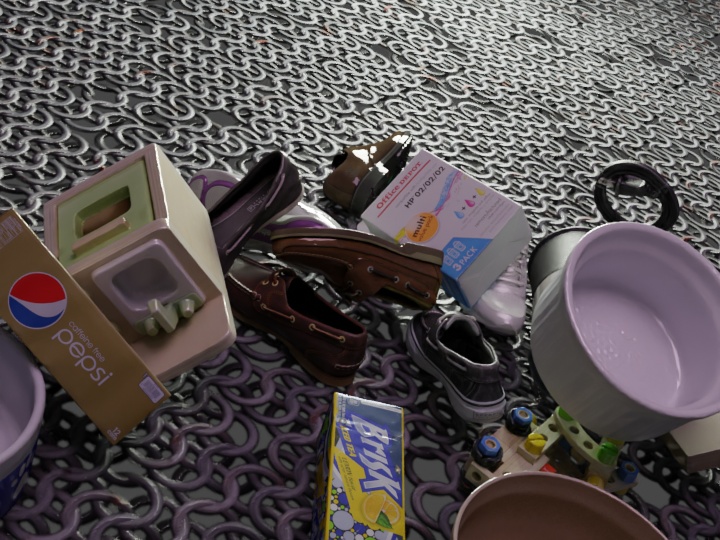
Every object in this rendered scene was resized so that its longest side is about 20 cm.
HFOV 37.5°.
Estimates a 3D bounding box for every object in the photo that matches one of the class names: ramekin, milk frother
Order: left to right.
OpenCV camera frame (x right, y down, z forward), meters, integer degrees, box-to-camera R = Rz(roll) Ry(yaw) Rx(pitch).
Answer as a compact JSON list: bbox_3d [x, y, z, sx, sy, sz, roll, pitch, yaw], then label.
[{"bbox_3d":[0.268,0.009,1.164,0.179,0.201,0.189,-7,32,12],"label":"milk frother"},{"bbox_3d":[0.259,0.064,1.009,0.199,0.098,0.202,11,57,-17],"label":"ramekin"}]

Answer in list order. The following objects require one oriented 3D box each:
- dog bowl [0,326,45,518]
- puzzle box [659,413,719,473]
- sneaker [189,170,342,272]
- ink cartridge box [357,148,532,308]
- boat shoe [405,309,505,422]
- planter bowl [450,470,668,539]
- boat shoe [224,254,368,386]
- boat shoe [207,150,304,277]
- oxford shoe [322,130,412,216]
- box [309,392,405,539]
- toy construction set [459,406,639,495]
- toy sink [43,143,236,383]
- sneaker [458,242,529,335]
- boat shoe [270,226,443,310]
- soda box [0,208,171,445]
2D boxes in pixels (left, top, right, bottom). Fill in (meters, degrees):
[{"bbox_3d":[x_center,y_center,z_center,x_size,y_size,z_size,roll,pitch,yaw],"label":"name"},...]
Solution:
[{"bbox_3d":[-0.349,0.116,0.814,0.199,0.079,0.201,14,34,-10],"label":"dog bowl"},{"bbox_3d":[0.368,0.134,1.145,0.132,0.026,0.200,-12,30,-6],"label":"puzzle box"},{"bbox_3d":[-0.102,-0.053,1.194,0.199,0.075,0.100,27,12,12],"label":"sneaker"},{"bbox_3d":[0.084,-0.060,1.228,0.115,0.068,0.200,-47,53,-10],"label":"ink cartridge box"},{"bbox_3d":[0.102,0.077,1.083,0.072,0.071,0.200,-3,23,-19],"label":"boat shoe"},{"bbox_3d":[0.142,0.274,0.805,0.199,0.135,0.201,14,34,-10],"label":"planter bowl"},{"bbox_3d":[-0.072,0.034,1.086,0.200,0.071,0.070,34,39,21],"label":"boat shoe"},{"bbox_3d":[-0.140,-0.047,1.090,0.067,0.057,0.200,33,69,32],"label":"boat shoe"},{"bbox_3d":[0.011,-0.142,1.374,0.084,0.073,0.200,24,33,13],"label":"oxford shoe"},{"bbox_3d":[-0.003,0.198,0.898,0.070,0.065,0.200,14,35,-8],"label":"box"},{"bbox_3d":[0.174,0.190,0.990,0.131,0.092,0.200,37,26,22],"label":"toy construction set"},{"bbox_3d":[-0.209,-0.003,0.976,0.130,0.112,0.200,-27,42,7],"label":"toy sink"},{"bbox_3d":[0.159,-0.008,1.239,0.074,0.100,0.201,14,36,-13],"label":"sneaker"},{"bbox_3d":[0.000,0.000,1.093,0.199,0.068,0.072,9,-8,-25],"label":"boat shoe"},{"bbox_3d":[-0.247,0.046,0.876,0.064,0.068,0.200,-40,101,-14],"label":"soda box"}]
